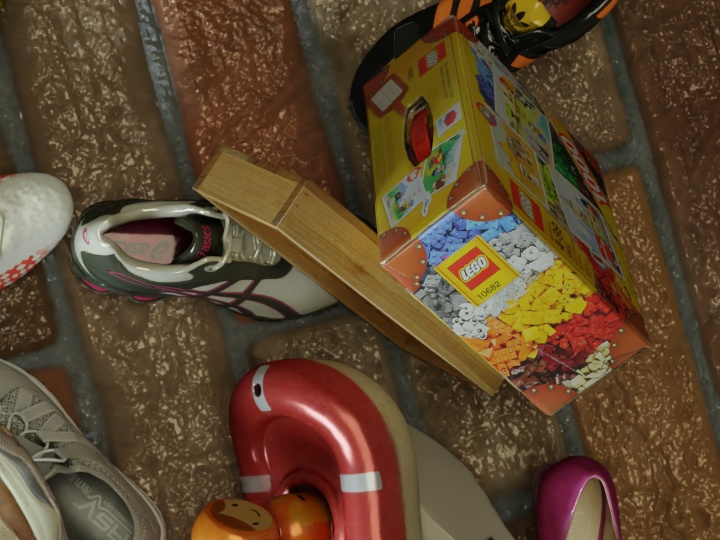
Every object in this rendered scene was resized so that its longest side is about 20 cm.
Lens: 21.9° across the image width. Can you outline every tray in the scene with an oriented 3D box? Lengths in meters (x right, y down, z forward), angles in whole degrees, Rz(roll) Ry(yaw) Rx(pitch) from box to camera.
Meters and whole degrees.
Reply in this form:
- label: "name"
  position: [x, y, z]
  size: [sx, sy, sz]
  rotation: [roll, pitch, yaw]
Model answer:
- label: "tray"
  position: [0.000, 0.000, 1.110]
  size: [0.200, 0.099, 0.037]
  rotation: [37, 82, -36]

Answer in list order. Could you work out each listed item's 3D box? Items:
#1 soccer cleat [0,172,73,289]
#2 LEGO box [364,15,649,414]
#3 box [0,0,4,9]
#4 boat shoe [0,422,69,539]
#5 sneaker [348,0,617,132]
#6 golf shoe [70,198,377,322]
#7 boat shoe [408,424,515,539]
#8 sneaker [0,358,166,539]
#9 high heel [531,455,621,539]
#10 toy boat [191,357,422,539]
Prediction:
- label: "soccer cleat"
  position: [-0.269, -0.009, 1.125]
  size: [0.200, 0.085, 0.069]
  rotation: [-19, 89, -9]
- label: "LEGO box"
  position: [0.082, -0.036, 1.096]
  size: [0.077, 0.200, 0.149]
  rotation: [-38, 118, 20]
- label: "box"
  position: [-0.302, -0.217, 1.116]
  size: [0.192, 0.122, 0.200]
  rotation: [25, 83, -6]
- label: "boat shoe"
  position: [-0.195, 0.179, 1.064]
  size: [0.072, 0.076, 0.200]
  rotation: [-33, 119, -20]
- label: "sneaker"
  position: [0.082, -0.154, 1.187]
  size: [0.200, 0.090, 0.070]
  rotation: [-30, 91, -10]
- label: "golf shoe"
  position: [-0.079, -0.009, 1.155]
  size: [0.200, 0.088, 0.077]
  rotation: [0, 85, -12]
- label: "boat shoe"
  position: [0.053, 0.193, 1.169]
  size: [0.200, 0.075, 0.093]
  rotation: [49, 122, 22]
- label: "sneaker"
  position: [-0.198, 0.112, 1.129]
  size: [0.200, 0.082, 0.075]
  rotation: [36, 82, -5]
- label: "high heel"
  position: [0.146, 0.216, 1.168]
  size: [0.067, 0.096, 0.200]
  rotation: [-2, 86, -9]
- label: "toy boat"
  position: [-0.044, 0.153, 1.113]
  size: [0.131, 0.130, 0.200]
  rotation: [-2, 85, -43]
